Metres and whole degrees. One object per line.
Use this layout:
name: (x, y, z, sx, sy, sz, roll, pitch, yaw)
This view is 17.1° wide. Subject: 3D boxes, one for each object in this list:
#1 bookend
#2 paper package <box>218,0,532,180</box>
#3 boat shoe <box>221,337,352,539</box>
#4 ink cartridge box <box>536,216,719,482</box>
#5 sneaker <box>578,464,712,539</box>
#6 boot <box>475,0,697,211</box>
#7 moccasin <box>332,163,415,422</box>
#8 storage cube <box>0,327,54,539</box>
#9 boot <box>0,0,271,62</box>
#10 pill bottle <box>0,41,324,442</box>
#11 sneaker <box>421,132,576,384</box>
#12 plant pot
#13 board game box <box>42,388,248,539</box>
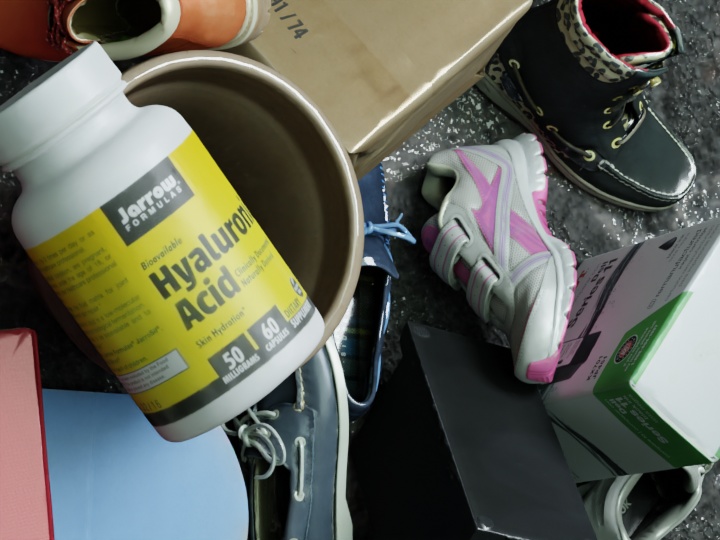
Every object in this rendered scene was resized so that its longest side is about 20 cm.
bookend: (0.046, 0.178, 1.534, 0.092, 0.199, 0.201, 15, 121, -24)
paper package: (-0.026, -0.171, 1.522, 0.190, 0.104, 0.200, -40, 84, -26)
boat shoe: (-0.049, 0.116, 1.519, 0.062, 0.075, 0.201, -7, 99, -30)
ink cartridge box: (0.187, 0.055, 1.576, 0.083, 0.200, 0.147, 40, 67, -13)
sneaker: (0.215, 0.124, 1.644, 0.074, 0.088, 0.201, 37, 67, -16)
boot: (0.176, -0.116, 1.617, 0.203, 0.154, 0.074, 37, 69, -18)
moccasin: (0.000, 0.000, 1.560, 0.080, 0.068, 0.201, 0, 83, -27)
storage cube: (-0.266, 0.137, 1.332, 0.199, 0.171, 0.181, -4, 80, -17)
boot: (-0.164, -0.157, 1.423, 0.107, 0.199, 0.076, -24, 110, -56)
pill bottle: (-0.117, -0.017, 1.285, 0.111, 0.111, 0.200, -41, 102, -25)
sneaker: (0.086, -0.005, 1.579, 0.088, 0.082, 0.201, -2, 46, -11)
plant pot: (-0.121, -0.017, 1.442, 0.199, 0.174, 0.202, 4, 81, -26)
board game box: (-0.169, 0.155, 1.471, 0.199, 0.039, 0.159, 5, 80, -17)
